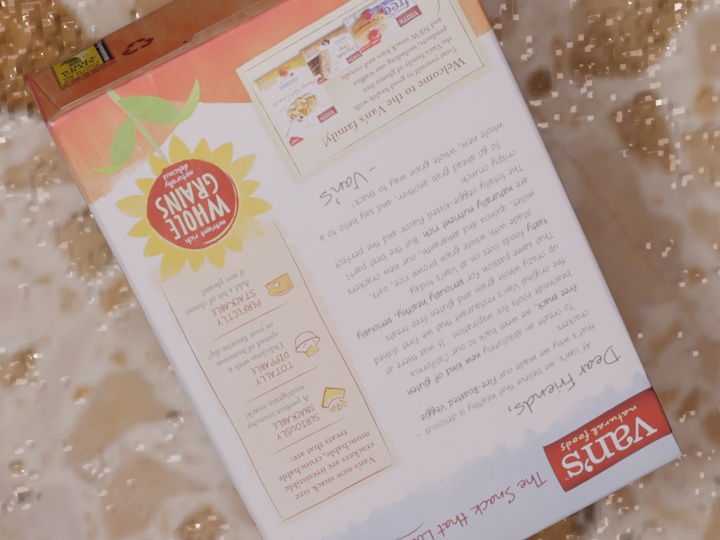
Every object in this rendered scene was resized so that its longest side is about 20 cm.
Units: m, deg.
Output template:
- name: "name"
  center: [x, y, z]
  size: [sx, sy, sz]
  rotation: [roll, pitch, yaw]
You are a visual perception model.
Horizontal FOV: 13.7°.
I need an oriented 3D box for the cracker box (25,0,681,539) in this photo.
- name: "cracker box"
  center: [0.000, 0.000, 0.940]
  size: [0.133, 0.058, 0.201]
  rotation: [-27, 112, -3]
